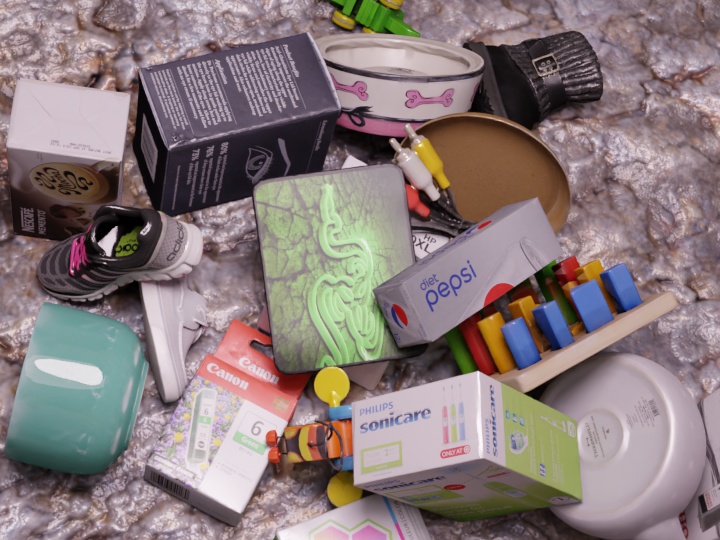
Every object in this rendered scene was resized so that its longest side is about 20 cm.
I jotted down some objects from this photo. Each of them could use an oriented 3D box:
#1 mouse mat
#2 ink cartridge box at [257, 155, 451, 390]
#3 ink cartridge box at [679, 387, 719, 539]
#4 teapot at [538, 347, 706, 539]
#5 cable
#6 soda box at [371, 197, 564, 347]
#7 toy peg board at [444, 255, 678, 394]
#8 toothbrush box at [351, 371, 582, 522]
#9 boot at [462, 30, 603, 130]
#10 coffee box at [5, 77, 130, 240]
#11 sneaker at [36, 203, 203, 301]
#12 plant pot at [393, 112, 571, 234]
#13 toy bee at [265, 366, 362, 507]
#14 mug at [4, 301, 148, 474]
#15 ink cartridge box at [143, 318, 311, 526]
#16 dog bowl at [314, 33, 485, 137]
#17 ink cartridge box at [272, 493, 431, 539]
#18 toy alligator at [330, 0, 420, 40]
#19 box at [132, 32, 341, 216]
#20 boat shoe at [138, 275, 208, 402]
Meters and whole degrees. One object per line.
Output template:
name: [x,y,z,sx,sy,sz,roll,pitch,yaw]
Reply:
mouse mat: [-0.021,-0.003,1.509,0.158,0.008,0.203,-8,85,-4]
ink cartridge box: [0.000,0.000,1.587,0.143,0.084,0.201,28,61,1]
ink cartridge box: [0.395,0.195,1.501,0.082,0.200,0.149,6,62,-20]
teapot: [0.274,0.183,1.523,0.196,0.145,0.202,17,84,40]
cable: [0.092,-0.056,1.559,0.199,0.050,0.098,40,71,-8]
soda box: [0.111,0.001,1.504,0.199,0.063,0.069,-31,98,-32]
toy peg board: [0.182,0.047,1.525,0.198,0.199,0.099,-27,90,-22]
toothbrush box: [0.105,0.174,1.430,0.144,0.199,0.087,-16,62,31]
boot: [0.211,-0.188,1.728,0.155,0.080,0.214,-4,64,-14]
coffee box: [-0.297,-0.106,1.512,0.111,0.200,0.081,8,65,-9]
sneaker: [-0.258,-0.024,1.499,0.198,0.087,0.075,-10,61,29]
plant pot: [0.131,-0.096,1.602,0.198,0.201,0.028,21,49,-1]
toy bee: [-0.034,0.159,1.470,0.107,0.200,0.133,-8,64,24]
mug: [-0.266,0.104,1.441,0.113,0.152,0.187,15,61,-8]
ink cartridge box: [-0.127,0.144,1.508,0.108,0.050,0.201,26,62,2]
dog bowl: [0.038,-0.206,1.655,0.197,0.075,0.201,4,21,-2]
ink cartridge box: [-0.026,0.294,1.449,0.198,0.059,0.105,-17,69,-19]
toy alligator: [-0.013,-0.324,1.767,0.198,0.060,0.054,29,20,5]
box: [-0.135,-0.156,1.602,0.197,0.148,0.105,-15,67,-20]
boat shoe: [-0.192,0.040,1.542,0.067,0.072,0.202,-6,56,-12]
